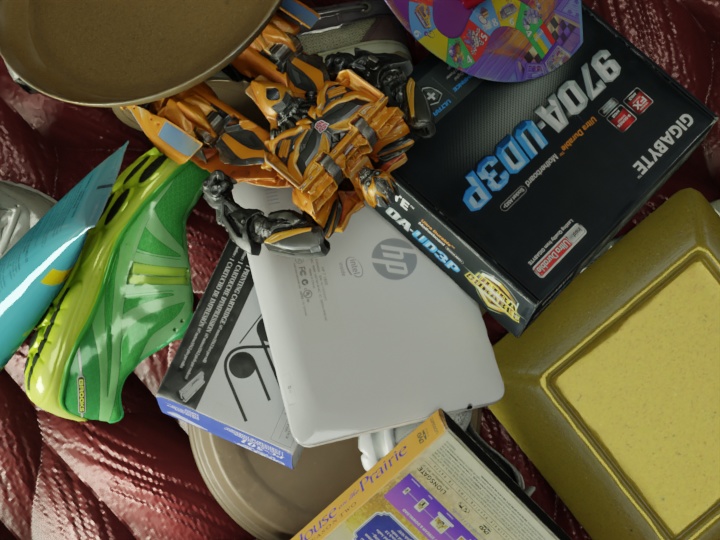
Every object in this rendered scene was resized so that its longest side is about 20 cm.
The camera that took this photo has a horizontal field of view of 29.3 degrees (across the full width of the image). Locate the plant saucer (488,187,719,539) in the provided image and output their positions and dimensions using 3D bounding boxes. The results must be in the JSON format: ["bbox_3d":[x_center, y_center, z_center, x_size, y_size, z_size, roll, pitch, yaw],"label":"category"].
[{"bbox_3d":[0.204,0.081,0.877,0.199,0.048,0.201,-39,88,-3],"label":"plant saucer"}]

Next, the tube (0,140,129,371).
[{"bbox_3d":[-0.201,0.005,0.829,0.050,0.078,0.200,30,128,-23],"label":"tube"}]

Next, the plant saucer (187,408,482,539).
[{"bbox_3d":[-0.016,0.090,0.903,0.197,0.029,0.203,0,87,-3],"label":"plant saucer"}]

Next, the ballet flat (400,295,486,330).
[{"bbox_3d":[0.087,-0.013,0.891,0.199,0.069,0.070,-39,90,-22],"label":"ballet flat"}]

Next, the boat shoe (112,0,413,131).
[{"bbox_3d":[-0.064,-0.133,0.892,0.197,0.072,0.066,-9,64,9],"label":"boat shoe"}]

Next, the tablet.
[{"bbox_3d":[0.000,0.000,0.830,0.128,0.014,0.202,-11,66,-10],"label":"tablet"}]

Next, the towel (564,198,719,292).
[{"bbox_3d":[0.248,0.051,0.921,0.198,0.035,0.195,-18,86,-1],"label":"towel"}]

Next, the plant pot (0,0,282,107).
[{"bbox_3d":[-0.124,-0.177,0.809,0.197,0.028,0.203,-7,63,14],"label":"plant pot"}]

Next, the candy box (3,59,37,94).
[{"bbox_3d":[-0.155,-0.218,0.890,0.198,0.061,0.138,-23,90,-4],"label":"candy box"}]

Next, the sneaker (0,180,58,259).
[{"bbox_3d":[-0.264,-0.039,0.859,0.198,0.092,0.077,23,86,-8],"label":"sneaker"}]

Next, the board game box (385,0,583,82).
[{"bbox_3d":[0.084,-0.217,0.822,0.156,0.039,0.203,5,79,-33],"label":"board game box"}]

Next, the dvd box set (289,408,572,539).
[{"bbox_3d":[0.022,0.196,0.812,0.200,0.029,0.146,-43,111,9],"label":"dvd box set"}]

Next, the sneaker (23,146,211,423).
[{"bbox_3d":[-0.137,0.002,0.863,0.083,0.074,0.202,30,86,-25],"label":"sneaker"}]

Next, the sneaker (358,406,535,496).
[{"bbox_3d":[0.077,0.161,0.849,0.081,0.075,0.201,-22,117,24],"label":"sneaker"}]

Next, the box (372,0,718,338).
[{"bbox_3d":[0.103,-0.080,0.855,0.159,0.046,0.200,43,62,11],"label":"box"}]

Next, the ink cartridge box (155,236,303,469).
[{"bbox_3d":[-0.044,0.012,0.866,0.093,0.044,0.202,22,71,6],"label":"ink cartridge box"}]

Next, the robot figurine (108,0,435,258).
[{"bbox_3d":[-0.055,-0.094,0.793,0.199,0.058,0.145,35,78,31],"label":"robot figurine"}]
